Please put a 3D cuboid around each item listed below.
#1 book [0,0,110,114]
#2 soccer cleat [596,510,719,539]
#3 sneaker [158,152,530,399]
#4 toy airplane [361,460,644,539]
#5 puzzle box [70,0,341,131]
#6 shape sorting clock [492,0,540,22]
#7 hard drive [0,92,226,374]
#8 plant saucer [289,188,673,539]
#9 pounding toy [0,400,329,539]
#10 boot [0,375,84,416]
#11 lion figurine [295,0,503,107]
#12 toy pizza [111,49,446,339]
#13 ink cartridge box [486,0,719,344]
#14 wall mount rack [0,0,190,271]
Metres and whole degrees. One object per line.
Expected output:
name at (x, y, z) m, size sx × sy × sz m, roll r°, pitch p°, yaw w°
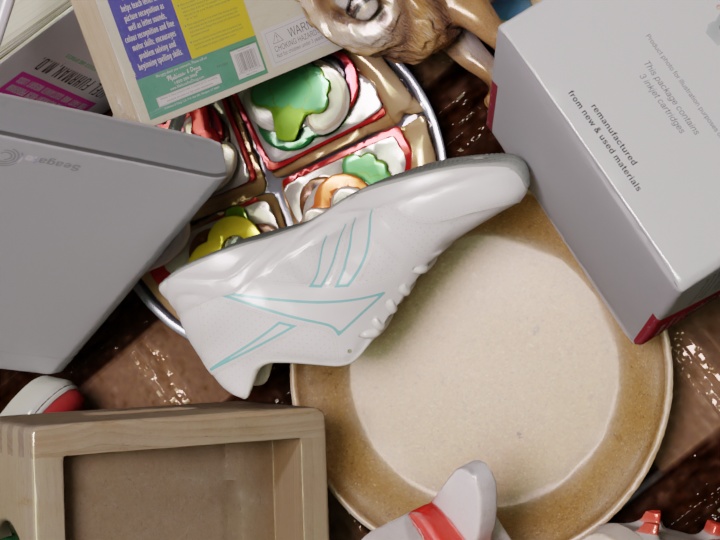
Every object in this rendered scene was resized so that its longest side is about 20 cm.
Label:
book at (-0.206, -0.096, 0.887) m, size 0.200 × 0.134 × 0.048 m, roll -33°, pitch 74°, yaw 12°
soccer cleat at (0.205, 0.178, 0.773) m, size 0.200 × 0.069 × 0.078 m, roll 18°, pitch 95°, yaw 11°
sneaker at (0.000, 0.000, 0.799) m, size 0.200 × 0.070 × 0.080 m, roll -24°, pitch 91°, yaw 17°
toy airplane at (0.074, 0.193, 0.745) m, size 0.199 × 0.141 × 0.200 m, roll 4°, pitch 127°, yaw 39°
puzzle box at (-0.060, -0.165, 0.804) m, size 0.025 × 0.200 × 0.133 m, roll -2°, pitch 111°, yaw 53°
shape sorting clock at (0.093, -0.232, 0.859) m, size 0.200 × 0.039 × 0.201 m, roll -2°, pitch 85°, yaw 17°
hard drive at (-0.172, -0.011, 0.796) m, size 0.200 × 0.132 × 0.026 m, roll -44°, pitch 47°, yaw 43°
plant saucer at (0.064, 0.054, 0.835) m, size 0.200 × 0.035 × 0.201 m, roll 0°, pitch 91°, yaw 11°
pounding toy at (-0.136, 0.137, 0.813) m, size 0.142 × 0.200 × 0.185 m, roll -5°, pitch 86°, yaw 60°
boot at (-0.167, 0.171, 0.888) m, size 0.144 × 0.072 × 0.200 m, roll 27°, pitch 99°, yaw 15°
lion figurine at (0.067, -0.168, 0.808) m, size 0.200 × 0.072 × 0.123 m, roll -43°, pitch 86°, yaw -14°
toy pizza at (-0.051, -0.048, 0.873) m, size 0.200 × 0.032 × 0.201 m, roll 0°, pitch 93°, yaw 10°
ink cartridge box at (0.182, -0.085, 0.743) m, size 0.200 × 0.145 × 0.145 m, roll -31°, pitch 77°, yaw -5°
wall mount rack at (-0.161, -0.075, 0.809) m, size 0.174 × 0.200 × 0.075 m, roll -43°, pitch 49°, yaw 27°
